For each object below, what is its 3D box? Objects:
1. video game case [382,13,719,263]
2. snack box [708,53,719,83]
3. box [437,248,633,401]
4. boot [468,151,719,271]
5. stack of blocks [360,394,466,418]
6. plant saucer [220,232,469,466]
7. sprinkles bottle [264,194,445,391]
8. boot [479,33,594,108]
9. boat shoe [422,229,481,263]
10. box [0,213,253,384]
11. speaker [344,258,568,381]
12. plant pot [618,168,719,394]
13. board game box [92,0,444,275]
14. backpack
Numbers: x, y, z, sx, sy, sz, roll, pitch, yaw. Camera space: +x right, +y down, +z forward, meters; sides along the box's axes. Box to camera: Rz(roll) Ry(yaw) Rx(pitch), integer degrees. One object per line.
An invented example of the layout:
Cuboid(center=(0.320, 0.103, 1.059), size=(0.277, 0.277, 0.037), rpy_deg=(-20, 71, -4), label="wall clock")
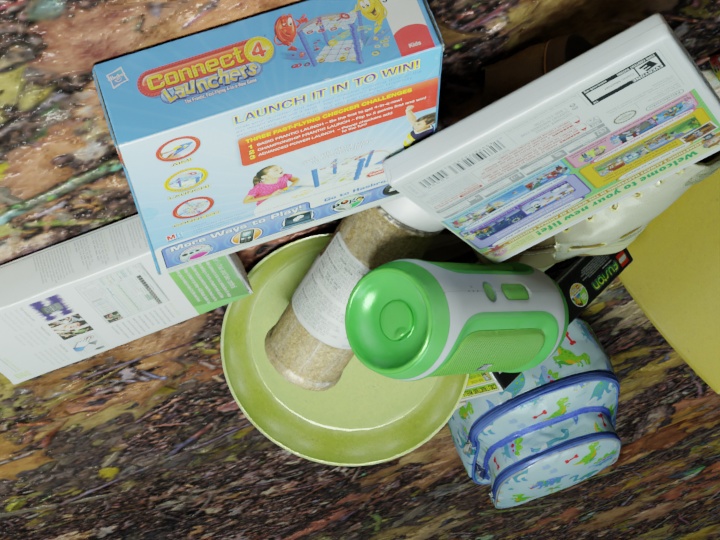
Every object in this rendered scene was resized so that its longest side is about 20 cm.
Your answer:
Cuboid(center=(0.138, -0.080, 1.056), size=(0.199, 0.022, 0.182), rpy_deg=(-28, 153, 18), label="video game case")
Cuboid(center=(0.347, -0.090, 1.232), size=(0.053, 0.143, 0.200), rpy_deg=(-29, 158, 23), label="snack box")
Cuboid(center=(0.135, 0.040, 1.349), size=(0.200, 0.035, 0.110), rpy_deg=(-40, -169, -35), label="box")
Cuboid(center=(0.188, -0.065, 1.251), size=(0.199, 0.073, 0.155), rpy_deg=(-9, 158, -40), label="boot")
Cuboid(center=(0.047, 0.078, 1.409), size=(0.199, 0.116, 0.058), rpy_deg=(2, 151, -46), label="stack of blocks")
Cuboid(center=(-0.011, 0.060, 1.268), size=(0.199, 0.201, 0.031), rpy_deg=(-26, -163, 15), label="plant saucer")
Cuboid(center=(0.000, 0.000, 1.170), size=(0.068, 0.068, 0.201), rpy_deg=(-1, 136, -42), label="sprinkles bottle")
Cuboid(center=(0.147, -0.113, 1.124), size=(0.075, 0.074, 0.200), rpy_deg=(-8, 163, 28), label="boot")
Cuboid(center=(0.099, -0.001, 1.329), size=(0.199, 0.066, 0.072), rpy_deg=(-11, 155, -25), label="boat shoe")
Cuboid(center=(-0.187, 0.016, 1.157), size=(0.198, 0.037, 0.144), rpy_deg=(-19, 159, 1), label="box")
Cuboid(center=(0.073, 0.035, 1.149), size=(0.088, 0.089, 0.199), rpy_deg=(-33, 162, 30), label="speaker")
Cuboid(center=(0.368, -0.003, 1.418), size=(0.199, 0.178, 0.200), rpy_deg=(-8, 156, -31), label="plant pot")
Cuboid(center=(-0.052, -0.086, 0.998), size=(0.198, 0.056, 0.196), rpy_deg=(-18, 159, -7), label="board game box")
Cuboid(center=(0.185, 0.146, 1.652), size=(0.182, 0.148, 0.200), rpy_deg=(-20, 151, -4), label="backpack")
